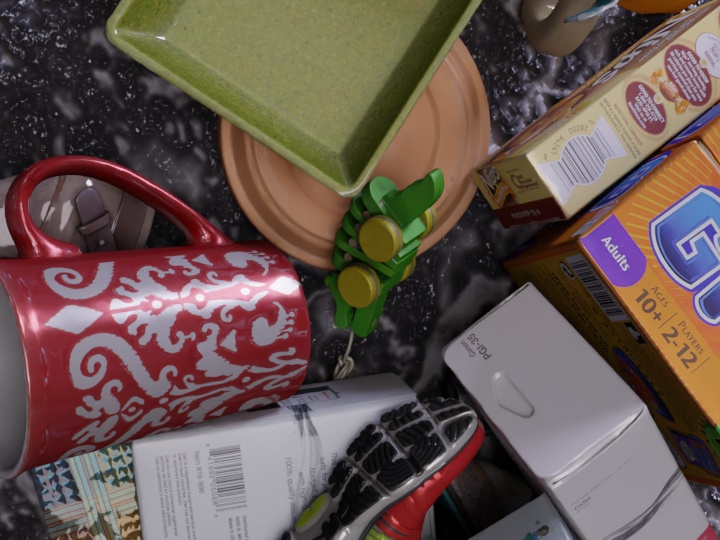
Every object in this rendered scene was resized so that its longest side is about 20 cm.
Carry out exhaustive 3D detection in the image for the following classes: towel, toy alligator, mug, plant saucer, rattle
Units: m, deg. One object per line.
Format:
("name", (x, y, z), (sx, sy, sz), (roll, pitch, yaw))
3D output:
("towel", (-0.127, 0.161, 0.998), (0.197, 0.022, 0.149), (-16, 101, -8))
("toy alligator", (0.000, 0.000, 0.963), (0.054, 0.059, 0.201), (37, 127, 16))
("mug", (-0.138, 0.027, 0.872), (0.198, 0.133, 0.180), (-8, 120, -33))
("plant saucer", (-0.002, -0.098, 0.982), (0.197, 0.032, 0.204), (-2, 98, -11))
("rattle", (0.188, -0.187, 0.923), (0.142, 0.200, 0.131), (32, 91, -14))
("plant saucer", (-0.036, -0.178, 0.928), (0.198, 0.048, 0.201), (33, 82, 2))

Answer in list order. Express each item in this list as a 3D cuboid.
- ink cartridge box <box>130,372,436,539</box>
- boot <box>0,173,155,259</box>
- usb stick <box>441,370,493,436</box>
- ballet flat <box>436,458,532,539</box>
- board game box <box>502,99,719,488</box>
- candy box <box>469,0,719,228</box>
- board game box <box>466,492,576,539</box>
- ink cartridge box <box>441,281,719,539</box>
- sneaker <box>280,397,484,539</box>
("ink cartridge box", (-0.054, 0.160, 0.958), (0.197, 0.083, 0.149), (-7, 101, -10))
("boot", (-0.208, 0.026, 0.941), (0.144, 0.070, 0.203), (1, 109, -24))
("usb stick", (0.156, 0.072, 1.040), (0.197, 0.033, 0.056), (-19, 95, -9))
("ballet flat", (0.103, 0.192, 1.033), (0.067, 0.068, 0.202), (-30, 113, -11))
("board game box", (0.250, 0.006, 0.940), (0.199, 0.200, 0.201), (-38, 92, -9))
("candy box", (0.181, -0.110, 0.962), (0.199, 0.115, 0.056), (-37, 98, -13))
("board game box", (0.071, 0.252, 0.897), (0.199, 0.065, 0.148), (-32, 133, 5))
("ink cartridge box", (0.154, 0.126, 0.947), (0.082, 0.147, 0.201), (-37, 134, -2))
("sneaker", (0.014, 0.168, 0.902), (0.085, 0.077, 0.200), (38, 100, -26))
